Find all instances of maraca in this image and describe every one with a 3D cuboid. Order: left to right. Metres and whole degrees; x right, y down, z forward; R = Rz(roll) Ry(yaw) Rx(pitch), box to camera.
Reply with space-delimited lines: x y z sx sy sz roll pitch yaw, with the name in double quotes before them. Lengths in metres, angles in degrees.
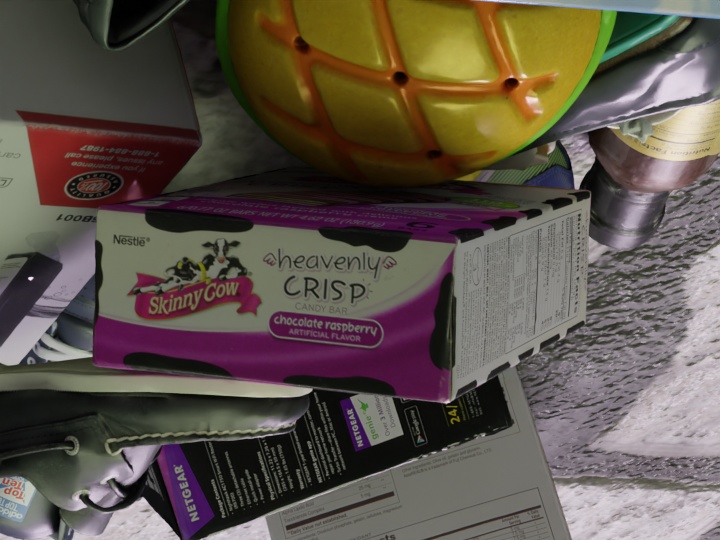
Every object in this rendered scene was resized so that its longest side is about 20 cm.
"maraca" 0.033 -0.108 0.886 0.137 0.107 0.200 36 122 -20

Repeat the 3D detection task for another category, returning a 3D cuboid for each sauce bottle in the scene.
"sauce bottle" 0.131 -0.078 1.045 0.064 0.065 0.200 -8 153 -15

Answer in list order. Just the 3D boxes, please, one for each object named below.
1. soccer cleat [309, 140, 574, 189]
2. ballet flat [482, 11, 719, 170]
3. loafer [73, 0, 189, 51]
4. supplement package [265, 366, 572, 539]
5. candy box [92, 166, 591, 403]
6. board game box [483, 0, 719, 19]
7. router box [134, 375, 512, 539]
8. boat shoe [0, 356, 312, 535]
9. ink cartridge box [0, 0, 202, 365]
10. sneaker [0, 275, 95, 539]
"soccer cleat" -0.005 -0.028 1.081 0.199 0.065 0.084 -13 116 11
"ballet flat" 0.072 -0.070 0.975 0.199 0.073 0.073 -17 157 39
"loafer" -0.035 -0.147 0.818 0.068 0.071 0.200 10 143 -41
"supplement package" 0.044 0.175 1.308 0.150 0.201 0.152 -17 153 1
"candy box" 0.000 0.000 0.934 0.136 0.061 0.200 5 -173 17
"board game box" 0.124 -0.160 0.822 0.199 0.037 0.152 1 105 -28
"router box" -0.030 0.063 1.105 0.148 0.051 0.200 -19 -174 -11
"boat shoe" -0.110 0.066 0.922 0.198 0.067 0.074 -2 -178 14
"ink cartridge box" -0.174 -0.032 0.940 0.144 0.084 0.200 4 147 -35
"sneaker" -0.129 0.050 1.053 0.070 0.109 0.200 23 153 -7
